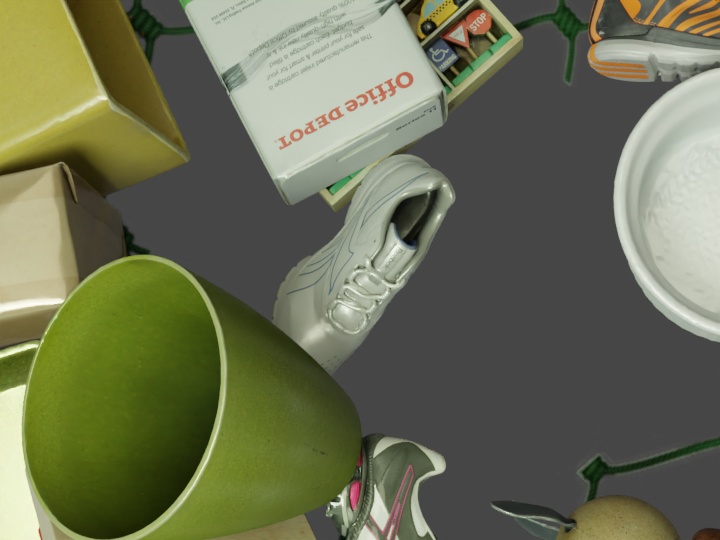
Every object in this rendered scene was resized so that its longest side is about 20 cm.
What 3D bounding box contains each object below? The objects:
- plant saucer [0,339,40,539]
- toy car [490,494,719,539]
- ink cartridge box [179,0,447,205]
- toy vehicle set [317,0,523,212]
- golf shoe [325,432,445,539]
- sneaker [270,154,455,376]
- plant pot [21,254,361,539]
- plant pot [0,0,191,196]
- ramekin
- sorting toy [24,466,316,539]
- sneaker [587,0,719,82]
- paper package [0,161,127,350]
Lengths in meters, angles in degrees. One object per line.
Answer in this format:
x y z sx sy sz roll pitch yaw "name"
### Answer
-0.293 0.173 1.310 0.198 0.048 0.202 -18 91 2 "plant saucer"
0.178 0.222 1.218 0.199 0.164 0.158 30 82 21 "toy car"
-0.040 -0.172 1.326 0.146 0.083 0.201 -27 76 0 "ink cartridge box"
0.014 -0.158 1.375 0.200 0.027 0.124 -42 78 -4 "toy vehicle set"
0.014 0.219 1.273 0.087 0.077 0.202 6 81 -4 "golf shoe"
0.000 0.000 1.304 0.074 0.087 0.201 32 84 -18 "sneaker"
-0.094 0.105 1.197 0.186 0.199 0.189 -13 68 36 "plant pot"
-0.277 -0.139 1.322 0.199 0.195 0.195 -28 77 6 "plant pot"
0.283 -0.040 1.287 0.198 0.098 0.202 -1 78 5 "ramekin"
-0.125 0.216 1.214 0.198 0.199 0.070 9 118 -26 "sorting toy"
0.274 -0.200 1.328 0.198 0.078 0.113 7 79 11 "sneaker"
-0.281 0.005 1.286 0.198 0.191 0.104 -12 80 4 "paper package"
